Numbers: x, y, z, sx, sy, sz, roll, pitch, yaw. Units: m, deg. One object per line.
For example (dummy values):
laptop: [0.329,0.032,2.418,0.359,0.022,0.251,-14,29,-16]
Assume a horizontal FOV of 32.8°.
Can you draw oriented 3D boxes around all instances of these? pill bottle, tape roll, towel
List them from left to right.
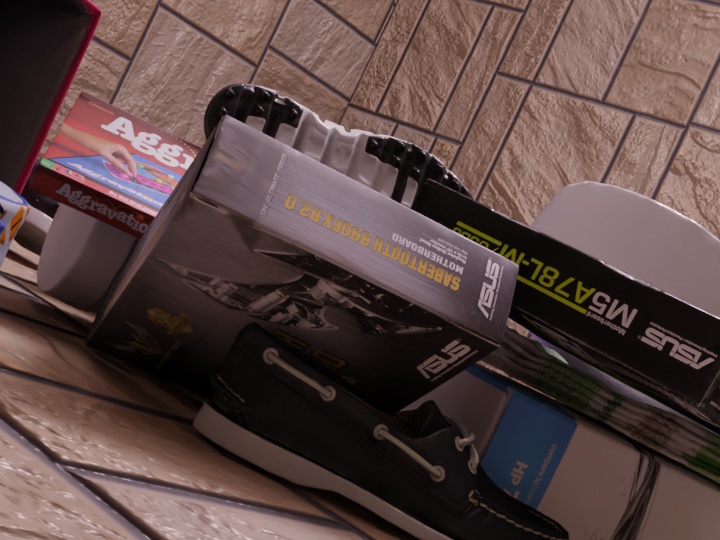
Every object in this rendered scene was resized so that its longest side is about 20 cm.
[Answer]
pill bottle: [-0.094,0.008,0.779,0.200,0.114,0.114,26,-1,-27]
towel: [0.170,0.086,0.739,0.200,0.031,0.149,26,1,32]
tape roll: [0.196,0.032,0.848,0.202,0.071,0.203,36,-16,12]

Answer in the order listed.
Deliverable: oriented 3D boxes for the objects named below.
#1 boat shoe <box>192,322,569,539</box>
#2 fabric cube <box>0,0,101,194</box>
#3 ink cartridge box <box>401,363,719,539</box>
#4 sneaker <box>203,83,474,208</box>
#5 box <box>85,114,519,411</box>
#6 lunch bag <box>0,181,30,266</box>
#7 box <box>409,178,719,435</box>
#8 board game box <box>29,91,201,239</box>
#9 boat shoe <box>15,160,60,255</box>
boat shoe: [0.021,0.090,0.589,0.200,0.060,0.076,26,0,-14]
fabric cube: [-0.345,-0.158,0.851,0.199,0.197,0.200,26,0,27]
ink cartridge box: [0.122,0.126,0.739,0.200,0.086,0.146,28,-1,-20]
sneaker: [-0.015,-0.057,0.804,0.200,0.067,0.090,23,-16,-13]
box: [-0.038,0.019,0.622,0.158,0.048,0.200,26,-31,-15]
lunch bag: [-0.249,-0.046,0.553,0.160,0.076,0.200,28,-1,15]
box: [0.141,0.034,0.662,0.193,0.048,0.200,32,1,36]
board game box: [-0.082,-0.033,0.704,0.200,0.019,0.103,25,26,-13]
boat shoe: [-0.297,-0.076,0.988,0.200,0.060,0.076,31,-27,12]
